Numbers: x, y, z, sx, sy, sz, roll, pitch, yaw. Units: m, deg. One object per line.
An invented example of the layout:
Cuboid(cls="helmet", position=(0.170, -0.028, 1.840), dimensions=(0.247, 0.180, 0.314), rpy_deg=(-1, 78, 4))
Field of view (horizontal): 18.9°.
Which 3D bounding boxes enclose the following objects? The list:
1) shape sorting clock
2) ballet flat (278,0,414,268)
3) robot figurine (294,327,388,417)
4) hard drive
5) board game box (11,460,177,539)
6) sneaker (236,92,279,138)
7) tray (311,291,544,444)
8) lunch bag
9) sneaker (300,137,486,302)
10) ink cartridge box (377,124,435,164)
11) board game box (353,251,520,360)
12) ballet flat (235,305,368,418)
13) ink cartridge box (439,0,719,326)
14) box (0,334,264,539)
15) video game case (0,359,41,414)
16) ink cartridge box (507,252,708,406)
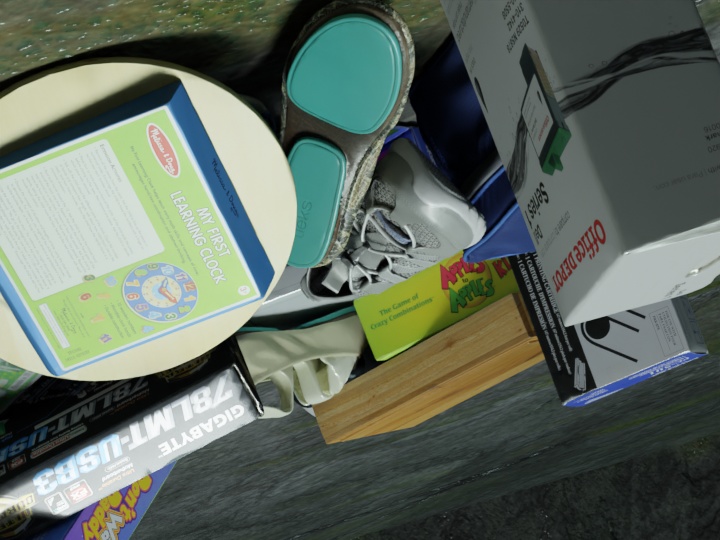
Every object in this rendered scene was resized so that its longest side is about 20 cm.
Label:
Cuboid(cls="shape sorting clock", position=(-0.132, -0.025, 1.138), dimensions=(0.199, 0.039, 0.201), rpy_deg=(-5, 127, -7))
Cuboid(cls="ballet flat", position=(-0.010, -0.087, 1.163), dimensions=(0.200, 0.068, 0.075), rpy_deg=(109, 7, -46))
Cuboid(cls="robot figurine", position=(0.022, 0.046, 1.669), dimensions=(0.150, 0.125, 0.200), rpy_deg=(15, 148, -36))
Cuboid(cls="hard drive", position=(0.000, 0.000, 1.495), dimensions=(0.199, 0.027, 0.132), rpy_deg=(-21, 170, 2))
Cuboid(cls="board game box", position=(-0.207, 0.155, 1.348), dimensions=(0.134, 0.045, 0.200), rpy_deg=(-8, -149, 29))
Cuboid(cls="sneaker", position=(-0.069, -0.055, 1.221), dimensions=(0.077, 0.076, 0.200), rpy_deg=(-25, 165, 28))
Cuboid(cls="tray", position=(0.069, 0.066, 1.510), dimensions=(0.200, 0.037, 0.098), rpy_deg=(-32, 164, 38))
Cuboid(cls="lunch bag", position=(0.127, -0.084, 1.262), dimensions=(0.135, 0.133, 0.200), rpy_deg=(-15, 167, -20))
Cuboid(cls="sneaker", position=(0.014, -0.015, 1.268), dimensions=(0.082, 0.075, 0.200), rpy_deg=(-44, 178, -16))
Cuboid(cls="ink cartridge box", position=(0.029, -0.055, 1.461), dimensions=(0.119, 0.042, 0.200), rpy_deg=(-27, 164, 30))
Cuboid(cls="board game box", position=(0.105, 0.001, 1.492), dimensions=(0.199, 0.048, 0.101), rpy_deg=(-26, 169, 24))
Cuboid(cls="ballet flat", position=(-0.051, 0.067, 1.492), dimensions=(0.069, 0.070, 0.200), rpy_deg=(-29, 167, 38))
Cuboid(cls="ink cartridge box", position=(0.117, -0.088, 1.074), dimensions=(0.084, 0.201, 0.146), rpy_deg=(-17, 167, -11))
Cuboid(cls="box", position=(-0.173, 0.074, 1.356), dimensions=(0.199, 0.050, 0.199), rpy_deg=(-29, -150, -1))
Cuboid(cls="video game case", position=(-0.241, 0.017, 1.214), dimensions=(0.181, 0.022, 0.200), rpy_deg=(17, 143, -32))
Cuboid(cls="ink cartridge box", position=(0.142, -0.022, 1.386), dimensions=(0.094, 0.201, 0.044), rpy_deg=(-24, 167, 22))
